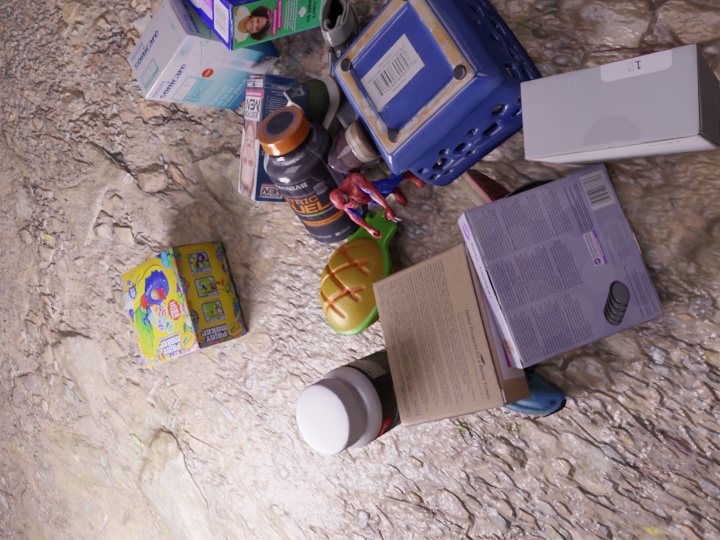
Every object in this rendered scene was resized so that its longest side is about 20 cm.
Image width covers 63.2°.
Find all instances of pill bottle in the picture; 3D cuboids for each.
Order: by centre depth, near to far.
[{"bbox_3d":[-0.071,-0.138,0.846,0.105,0.201,0.108,-14,50,18],"label":"pill bottle"},{"bbox_3d":[0.007,0.188,0.853,0.112,0.199,0.116,6,101,35],"label":"pill bottle"}]

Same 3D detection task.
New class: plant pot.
[{"bbox_3d":[0.091,-0.240,0.742,0.199,0.179,0.202,-38,76,32],"label":"plant pot"}]

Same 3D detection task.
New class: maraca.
[{"bbox_3d":[0.000,0.000,0.896,0.136,0.106,0.203,4,76,46],"label":"maraca"}]

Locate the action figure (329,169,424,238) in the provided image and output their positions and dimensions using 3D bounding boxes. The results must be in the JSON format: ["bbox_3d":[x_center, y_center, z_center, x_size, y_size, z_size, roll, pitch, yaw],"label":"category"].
[{"bbox_3d":[0.034,-0.087,0.795,0.065,0.199,0.100,-46,72,32],"label":"action figure"}]

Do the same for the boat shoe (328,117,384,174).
[{"bbox_3d":[-0.001,-0.171,0.809,0.064,0.200,0.073,-27,100,17],"label":"boat shoe"}]

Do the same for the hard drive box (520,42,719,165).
[{"bbox_3d":[0.276,-0.158,0.604,0.154,0.199,0.078,-2,96,36],"label":"hard drive box"}]

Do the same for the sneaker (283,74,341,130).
[{"bbox_3d":[-0.097,-0.208,0.905,0.067,0.089,0.201,53,145,24],"label":"sneaker"}]

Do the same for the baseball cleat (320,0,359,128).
[{"bbox_3d":[-0.028,-0.307,0.867,0.069,0.106,0.204,-11,92,14],"label":"baseball cleat"}]

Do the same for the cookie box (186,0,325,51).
[{"bbox_3d":[-0.153,-0.433,0.883,0.172,0.198,0.076,50,149,21],"label":"cookie box"}]

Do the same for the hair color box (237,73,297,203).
[{"bbox_3d":[-0.159,-0.223,0.987,0.100,0.060,0.204,29,116,58],"label":"hair color box"}]

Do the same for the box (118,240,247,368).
[{"bbox_3d":[-0.353,0.069,1.157,0.198,0.121,0.196,-21,85,37],"label":"box"}]

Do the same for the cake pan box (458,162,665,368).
[{"bbox_3d":[0.230,-0.009,0.689,0.182,0.052,0.203,-20,84,-7],"label":"cake pan box"}]

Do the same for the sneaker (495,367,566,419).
[{"bbox_3d":[0.186,0.123,0.789,0.199,0.078,0.091,30,110,30],"label":"sneaker"}]

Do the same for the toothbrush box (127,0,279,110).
[{"bbox_3d":[-0.259,-0.356,0.977,0.146,0.199,0.086,-36,75,33],"label":"toothbrush box"}]

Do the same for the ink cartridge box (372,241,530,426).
[{"bbox_3d":[0.113,0.086,0.764,0.163,0.074,0.203,-23,71,39],"label":"ink cartridge box"}]

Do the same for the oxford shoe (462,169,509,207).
[{"bbox_3d":[0.188,-0.044,0.769,0.074,0.070,0.201,-46,68,38],"label":"oxford shoe"}]
